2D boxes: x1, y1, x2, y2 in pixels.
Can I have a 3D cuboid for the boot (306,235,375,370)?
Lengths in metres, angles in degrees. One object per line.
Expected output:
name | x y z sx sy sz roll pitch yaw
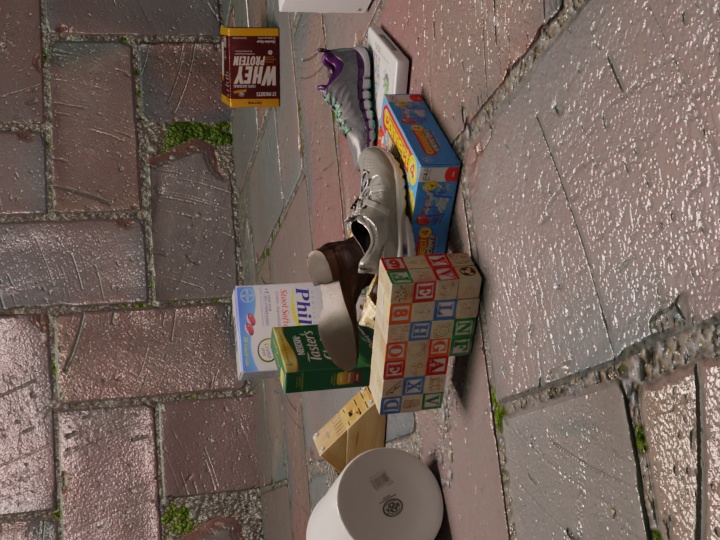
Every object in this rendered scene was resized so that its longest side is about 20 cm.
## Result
boot | 0.013 0.028 1.448 0.064 0.199 0.189 -3 104 35

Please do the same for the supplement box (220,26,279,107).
supplement box | -0.296 -0.544 2.613 0.197 0.131 0.203 -136 45 -70

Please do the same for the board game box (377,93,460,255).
board game box | 0.069 -0.111 1.354 0.201 0.055 0.198 -111 22 -52

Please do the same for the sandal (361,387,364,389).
sandal | -0.027 0.110 1.711 0.082 0.049 0.205 -43 -62 -70

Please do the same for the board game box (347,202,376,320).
board game box | 0.000 0.000 1.642 0.127 0.034 0.202 105 167 -51

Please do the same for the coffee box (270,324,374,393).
coffee box | -0.033 0.131 1.525 0.123 0.198 0.044 -113 24 -55

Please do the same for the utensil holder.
utensil holder | 0.020 0.367 1.429 0.200 0.168 0.172 116 149 -58

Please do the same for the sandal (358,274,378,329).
sandal | 0.034 0.072 1.360 0.078 0.069 0.214 -110 0 -66

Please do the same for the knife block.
knife block | 0.011 0.320 1.706 0.200 0.175 0.064 -44 27 5

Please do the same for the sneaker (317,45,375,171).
sneaker | -0.026 -0.255 1.556 0.074 0.086 0.203 148 120 -75

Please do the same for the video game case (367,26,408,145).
video game case | 0.035 -0.258 1.535 0.182 0.023 0.202 -115 26 -58

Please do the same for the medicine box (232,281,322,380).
medicine box | -0.165 0.127 2.065 0.103 0.197 0.184 125 140 -72

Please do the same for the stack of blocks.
stack of blocks | 0.078 0.081 1.233 0.059 0.114 0.202 -113 23 -55

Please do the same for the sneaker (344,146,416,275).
sneaker | 0.017 -0.082 1.283 0.075 0.081 0.202 106 157 -53

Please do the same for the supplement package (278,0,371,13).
supplement package | -0.054 -0.539 1.575 0.151 0.150 0.203 141 125 -72
